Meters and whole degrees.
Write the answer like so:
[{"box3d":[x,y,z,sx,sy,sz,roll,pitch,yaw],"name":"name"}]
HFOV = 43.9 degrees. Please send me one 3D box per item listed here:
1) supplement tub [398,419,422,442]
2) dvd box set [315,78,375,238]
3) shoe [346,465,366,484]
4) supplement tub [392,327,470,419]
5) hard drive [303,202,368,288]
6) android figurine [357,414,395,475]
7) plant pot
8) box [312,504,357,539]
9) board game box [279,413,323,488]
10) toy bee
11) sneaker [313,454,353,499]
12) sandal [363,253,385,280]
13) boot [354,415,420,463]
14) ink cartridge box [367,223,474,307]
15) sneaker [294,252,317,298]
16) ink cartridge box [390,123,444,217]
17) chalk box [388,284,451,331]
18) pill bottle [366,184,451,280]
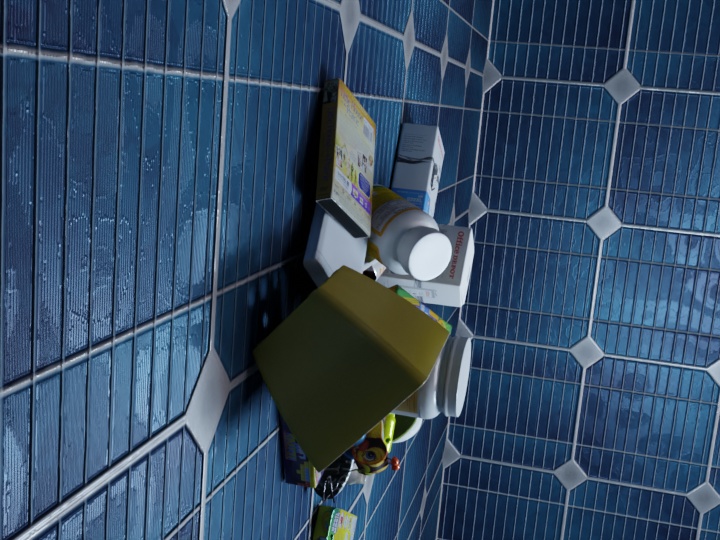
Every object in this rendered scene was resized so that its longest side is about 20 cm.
[{"box3d":[0.061,0.252,1.843,0.200,0.132,0.132,82,20,-50],"name":"supplement tub"},{"box3d":[-0.020,-0.167,1.353,0.146,0.029,0.200,41,47,-59],"name":"dvd box set"},{"box3d":[0.007,0.396,1.855,0.200,0.053,0.070,-39,134,-72],"name":"shoe"},{"box3d":[0.061,0.149,1.380,0.145,0.200,0.145,8,90,-77],"name":"supplement tub"},{"box3d":[-0.034,-0.034,1.347,0.132,0.027,0.200,59,25,-34],"name":"hard drive"},{"box3d":[0.013,0.259,1.611,0.182,0.041,0.200,30,-69,60],"name":"android figurine"},{"box3d":[-0.024,0.112,1.202,0.200,0.176,0.200,-44,-179,21],"name":"plant pot"},{"box3d":[-0.053,0.507,1.677,0.200,0.048,0.117,69,31,-69],"name":"box"},{"box3d":[-0.073,0.210,1.404,0.165,0.057,0.200,-59,153,-56],"name":"board game box"},{"box3d":[0.017,0.291,1.473,0.131,0.109,0.200,57,42,-70],"name":"toy bee"},{"box3d":[-0.036,0.302,1.569,0.089,0.078,0.200,63,36,-64],"name":"sneaker"},{"box3d":[-0.008,-0.001,1.545,0.207,0.079,0.059,-30,128,-64],"name":"sandal"},{"box3d":[0.058,0.295,1.726,0.072,0.200,0.144,58,28,11],"name":"boot"},{"box3d":[0.116,-0.019,1.772,0.083,0.200,0.147,78,23,-56],"name":"ink cartridge box"},{"box3d":[-0.051,0.036,1.393,0.104,0.060,0.200,-74,157,-49],"name":"sneaker"},{"box3d":[0.125,-0.203,1.970,0.145,0.084,0.200,57,42,-70],"name":"ink cartridge box"},{"box3d":[0.085,0.142,1.689,0.200,0.125,0.124,38,50,-27],"name":"chalk box"},{"box3d":[0.061,-0.061,1.483,0.200,0.113,0.113,38,-45,51],"name":"pill bottle"}]
